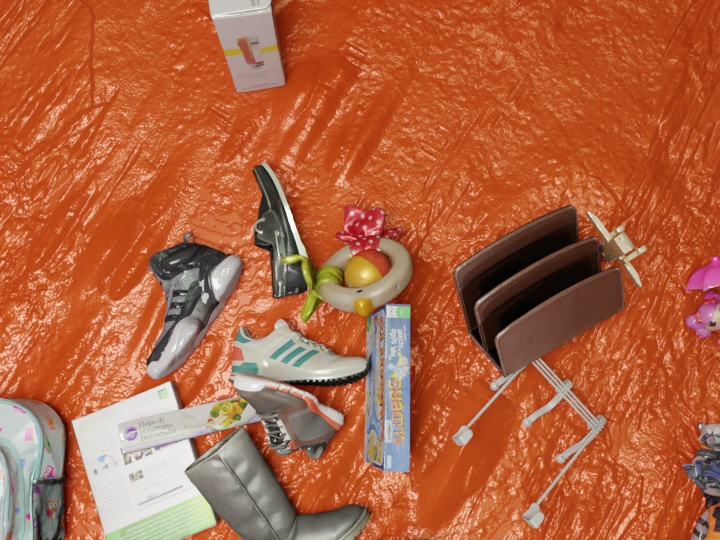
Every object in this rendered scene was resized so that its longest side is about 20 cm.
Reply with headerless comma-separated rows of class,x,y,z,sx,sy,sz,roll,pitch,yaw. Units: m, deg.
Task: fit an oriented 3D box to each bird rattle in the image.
bird rattle,0.000,0.000,0.852,0.199,0.114,0.162,-31,38,-32

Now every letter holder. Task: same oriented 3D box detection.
letter holder,0.241,0.021,0.858,0.198,0.143,0.101,-28,37,-7

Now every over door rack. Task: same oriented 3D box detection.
over door rack,0.226,0.219,0.863,0.148,0.067,0.199,46,60,6

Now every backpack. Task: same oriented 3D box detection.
backpack,-0.469,0.259,0.797,0.172,0.154,0.204,0,72,3

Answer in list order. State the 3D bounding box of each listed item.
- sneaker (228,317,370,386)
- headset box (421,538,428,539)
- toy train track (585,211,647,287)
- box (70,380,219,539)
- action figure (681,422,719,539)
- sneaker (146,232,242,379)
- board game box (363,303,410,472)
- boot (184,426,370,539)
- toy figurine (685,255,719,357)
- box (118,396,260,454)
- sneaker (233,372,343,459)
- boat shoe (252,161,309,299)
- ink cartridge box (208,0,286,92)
sneaker,-0.085,0.110,0.871,0.196,0.070,0.095,-3,74,9
headset box,0.024,0.448,0.777,0.196,0.093,0.177,-10,102,-5
toy train track,0.347,-0.034,0.859,0.032,0.200,0.116,-34,81,10
box,-0.290,0.271,0.858,0.142,0.036,0.203,-20,79,-6
action figure,0.469,0.299,0.850,0.197,0.104,0.197,18,72,-24
sneaker,-0.259,0.044,0.886,0.113,0.076,0.202,31,73,5
board game box,0.034,0.154,0.841,0.034,0.135,0.204,3,78,-10
boot,-0.107,0.294,0.835,0.180,0.073,0.202,-31,84,-9
toy figurine,0.546,0.071,0.903,0.183,0.150,0.202,36,104,19
box,-0.216,0.200,0.844,0.197,0.041,0.039,-10,76,-20
sneaker,-0.092,0.192,0.805,0.076,0.200,0.083,9,68,41
boat shoe,-0.125,-0.060,0.911,0.067,0.072,0.203,-17,82,-9
ink cartridge box,-0.164,-0.372,0.906,0.082,0.200,0.148,-10,79,-4
